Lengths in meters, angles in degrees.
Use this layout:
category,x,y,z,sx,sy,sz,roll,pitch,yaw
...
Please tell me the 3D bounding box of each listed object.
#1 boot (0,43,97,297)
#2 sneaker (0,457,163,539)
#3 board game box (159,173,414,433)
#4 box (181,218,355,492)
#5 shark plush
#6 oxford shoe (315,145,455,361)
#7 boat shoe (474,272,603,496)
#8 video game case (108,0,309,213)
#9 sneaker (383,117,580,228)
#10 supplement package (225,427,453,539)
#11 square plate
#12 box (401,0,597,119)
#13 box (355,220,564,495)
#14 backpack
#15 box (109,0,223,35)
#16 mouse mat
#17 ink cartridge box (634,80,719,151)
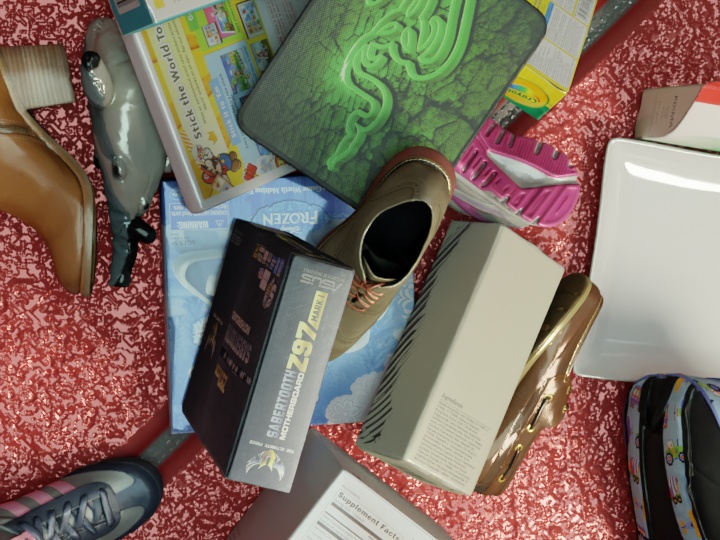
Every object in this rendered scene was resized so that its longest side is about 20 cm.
category,x,y,z,sx,sy,sz,roll,pitch,yaw
boot,-0.281,-0.067,1.161,0.154,0.077,0.201,-12,95,-11
sneaker,-0.244,0.205,1.196,0.199,0.082,0.071,-22,99,-8
board game box,-0.056,0.023,1.231,0.199,0.043,0.201,-3,98,-10
box,-0.071,0.054,1.108,0.051,0.200,0.159,15,95,-16
shark plush,-0.176,-0.092,1.185,0.091,0.083,0.201,-21,109,-36
oxford shoe,0.000,0.000,1.149,0.070,0.075,0.201,27,120,-6
boat shoe,0.138,0.095,1.265,0.067,0.072,0.201,33,95,-18
video game case,-0.090,-0.168,1.175,0.181,0.023,0.201,-27,102,-36
sneaker,0.072,-0.094,1.220,0.200,0.088,0.081,41,69,-1
supplement package,-0.031,0.258,1.206,0.150,0.152,0.200,38,88,-12
square plate,0.282,0.000,1.300,0.199,0.028,0.200,8,95,-11
box,0.081,-0.216,1.201,0.199,0.048,0.118,33,51,-13
box,0.079,0.067,1.219,0.082,0.068,0.201,33,75,-33
backpack,0.295,0.175,1.251,0.134,0.182,0.201,-11,88,-18
box,-0.096,-0.242,1.132,0.199,0.049,0.083,-27,102,-35
mouse mat,0.023,-0.146,1.149,0.160,0.008,0.201,33,98,-8
ink cartridge box,0.324,-0.112,1.208,0.160,0.200,0.050,8,95,-11
